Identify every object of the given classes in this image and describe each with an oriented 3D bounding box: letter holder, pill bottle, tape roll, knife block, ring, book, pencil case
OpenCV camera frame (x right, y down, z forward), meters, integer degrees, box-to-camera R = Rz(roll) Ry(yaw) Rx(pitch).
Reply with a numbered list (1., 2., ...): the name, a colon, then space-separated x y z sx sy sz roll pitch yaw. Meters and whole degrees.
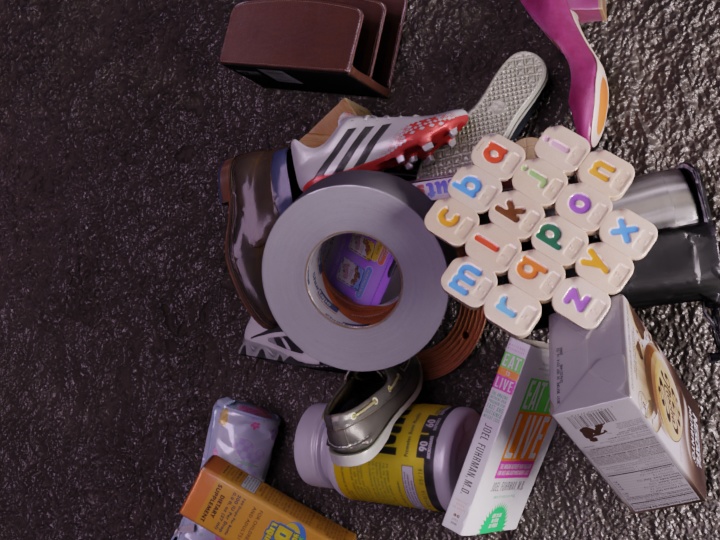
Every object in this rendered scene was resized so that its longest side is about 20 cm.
1. letter holder: -0.056 -0.303 1.391 0.198 0.100 0.144 11 86 32
2. pill bottle: 0.032 0.202 1.250 0.198 0.114 0.116 0 83 31
3. tape roll: 0.000 0.000 1.169 0.198 0.066 0.203 5 111 13
4. knife block: 0.003 -0.106 1.345 0.200 0.064 0.176 -40 64 20
5. ring: 0.065 0.026 1.298 0.199 0.019 0.203 1 92 36
6. book: 0.155 0.172 1.168 0.048 0.133 0.202 22 94 31
7. pencil case: -0.165 0.258 1.377 0.083 0.090 0.202 -160 88 -73

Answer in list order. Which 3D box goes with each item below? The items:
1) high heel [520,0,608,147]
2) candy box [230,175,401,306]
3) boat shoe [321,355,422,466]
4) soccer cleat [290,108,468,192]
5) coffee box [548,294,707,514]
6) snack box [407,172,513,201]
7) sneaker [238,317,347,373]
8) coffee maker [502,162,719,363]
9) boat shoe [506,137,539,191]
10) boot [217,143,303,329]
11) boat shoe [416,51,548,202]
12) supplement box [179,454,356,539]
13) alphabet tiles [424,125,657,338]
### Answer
1. high heel: 0.218 -0.224 1.224 0.095 0.067 0.202 -4 75 21
2. candy box: -0.033 -0.022 1.291 0.199 0.071 0.169 33 110 26
3. boat shoe: 0.015 0.127 1.206 0.071 0.202 0.061 -6 116 25
4. soccer cleat: 0.019 -0.143 1.214 0.198 0.069 0.086 -25 79 1
5. coffee box: 0.253 0.131 1.059 0.079 0.200 0.114 -17 46 27
6. snack box: 0.112 -0.091 1.173 0.198 0.072 0.025 -6 97 36
7. sneaker: -0.062 0.074 1.350 0.198 0.074 0.090 9 85 35
8. coffee maker: 0.243 0.003 1.102 0.198 0.135 0.194 -11 65 3
9. boat shoe: 0.202 -0.043 1.214 0.071 0.065 0.202 -22 89 -12
10. boot: -0.096 -0.041 1.243 0.096 0.074 0.202 -18 81 35
11. boat shoe: 0.140 -0.154 1.257 0.074 0.062 0.201 39 92 18
12. supplement box: -0.105 0.294 1.300 0.199 0.069 0.067 28 95 1
13. alphabet tiles: 0.166 -0.039 1.052 0.195 0.015 0.201 32 78 21
